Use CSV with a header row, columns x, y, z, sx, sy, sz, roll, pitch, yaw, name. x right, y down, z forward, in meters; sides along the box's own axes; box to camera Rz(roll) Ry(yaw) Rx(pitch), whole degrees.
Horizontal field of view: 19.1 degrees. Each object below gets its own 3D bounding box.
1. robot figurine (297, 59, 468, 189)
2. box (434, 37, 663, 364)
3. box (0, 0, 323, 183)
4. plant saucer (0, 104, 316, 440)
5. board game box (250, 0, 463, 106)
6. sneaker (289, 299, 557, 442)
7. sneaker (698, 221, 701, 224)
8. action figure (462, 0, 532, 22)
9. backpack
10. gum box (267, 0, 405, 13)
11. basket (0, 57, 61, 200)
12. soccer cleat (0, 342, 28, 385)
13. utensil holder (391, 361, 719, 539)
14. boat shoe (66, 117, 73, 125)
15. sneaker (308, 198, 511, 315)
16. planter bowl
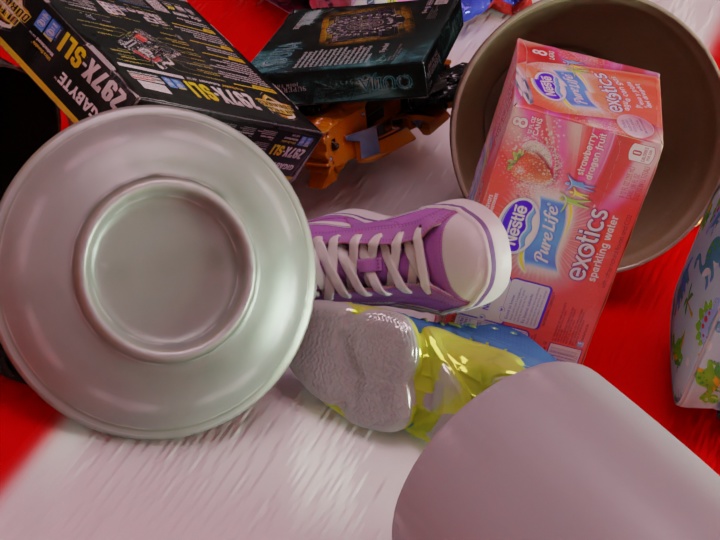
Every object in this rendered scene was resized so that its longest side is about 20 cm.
x,y,z,sx,sy,sz,roll,pitch,yaw,name
-0.007,-0.118,1.584,0.145,0.058,0.200,10,25,35,robot figurine
0.121,-0.037,1.407,0.102,0.200,0.095,13,34,-3,box
-0.139,-0.131,1.403,0.160,0.049,0.200,47,21,26,box
-0.118,0.000,1.259,0.200,0.200,0.050,5,-3,-17,plant saucer
-0.003,-0.162,1.572,0.135,0.028,0.200,-3,20,12,board game box
0.050,0.065,1.358,0.200,0.076,0.105,23,17,6,sneaker
0.288,-0.079,1.661,0.200,0.077,0.078,7,35,-13,sneaker
0.099,-0.253,1.824,0.065,0.099,0.200,36,35,26,action figure
0.290,0.013,1.425,0.147,0.183,0.200,18,27,0,backpack
-0.035,-0.271,1.769,0.113,0.066,0.200,-35,51,-28,gum box
-0.326,-0.114,1.392,0.180,0.136,0.200,-25,46,-35,basket
-0.150,0.035,1.317,0.200,0.068,0.073,2,13,-16,soccer cleat
0.137,0.167,1.140,0.170,0.170,0.200,-10,39,-35,utensil holder
-0.121,-0.083,1.489,0.200,0.072,0.065,34,37,30,boat shoe
0.000,0.001,1.365,0.114,0.073,0.200,-13,6,-38,sneaker
0.155,-0.103,1.558,0.200,0.201,0.135,12,5,-7,planter bowl
